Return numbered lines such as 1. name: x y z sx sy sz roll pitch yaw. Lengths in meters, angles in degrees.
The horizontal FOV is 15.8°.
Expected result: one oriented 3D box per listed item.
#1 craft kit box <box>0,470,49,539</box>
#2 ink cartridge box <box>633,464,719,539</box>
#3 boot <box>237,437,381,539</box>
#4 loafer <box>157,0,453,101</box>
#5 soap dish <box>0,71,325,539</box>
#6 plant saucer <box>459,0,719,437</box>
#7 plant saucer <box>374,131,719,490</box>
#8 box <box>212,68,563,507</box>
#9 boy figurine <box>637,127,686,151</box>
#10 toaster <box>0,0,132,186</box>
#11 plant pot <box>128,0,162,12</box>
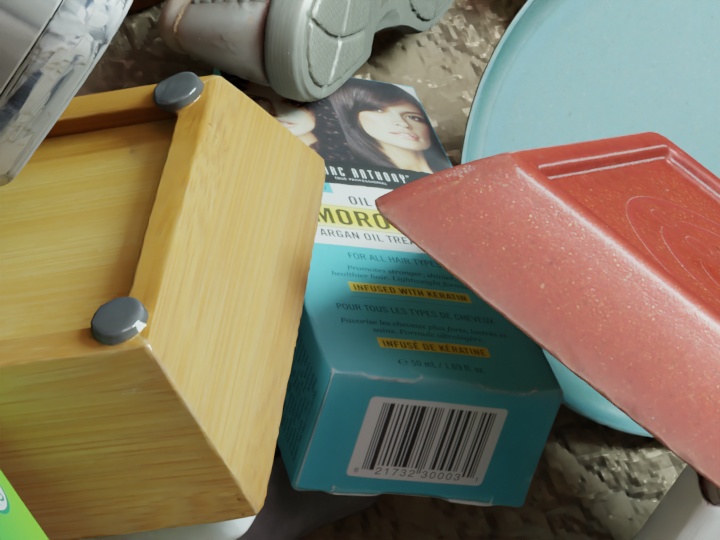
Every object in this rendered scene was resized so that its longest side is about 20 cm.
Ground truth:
1. craft kit box: -0.136 0.170 0.705 0.200 0.198 0.049 52 11 14
2. ink cartridge box: 0.107 0.178 0.788 0.145 0.200 0.084 34 10 0
3. boot: -0.059 0.132 0.841 0.200 0.070 0.132 -19 76 -27
4. loafer: -0.010 -0.119 0.989 0.063 0.072 0.200 11 24 19
5. soap dish: -0.118 0.017 0.796 0.200 0.081 0.157 -8 39 16
6. plant saucer: 0.123 -0.037 0.979 0.200 0.027 0.200 -4 101 -21
7. plant saucer: 0.123 0.019 0.828 0.200 0.037 0.200 39 18 15
8. box: 0.000 0.000 0.898 0.082 0.049 0.200 6 32 -20
9. boy figurine: 0.116 -0.117 1.065 0.124 0.064 0.200 23 58 -9
10. toaster: -0.130 -0.112 0.766 0.129 0.114 0.200 30 35 -13
11. plant pot: -0.096 -0.190 0.971 0.200 0.140 0.200 11 57 -17
